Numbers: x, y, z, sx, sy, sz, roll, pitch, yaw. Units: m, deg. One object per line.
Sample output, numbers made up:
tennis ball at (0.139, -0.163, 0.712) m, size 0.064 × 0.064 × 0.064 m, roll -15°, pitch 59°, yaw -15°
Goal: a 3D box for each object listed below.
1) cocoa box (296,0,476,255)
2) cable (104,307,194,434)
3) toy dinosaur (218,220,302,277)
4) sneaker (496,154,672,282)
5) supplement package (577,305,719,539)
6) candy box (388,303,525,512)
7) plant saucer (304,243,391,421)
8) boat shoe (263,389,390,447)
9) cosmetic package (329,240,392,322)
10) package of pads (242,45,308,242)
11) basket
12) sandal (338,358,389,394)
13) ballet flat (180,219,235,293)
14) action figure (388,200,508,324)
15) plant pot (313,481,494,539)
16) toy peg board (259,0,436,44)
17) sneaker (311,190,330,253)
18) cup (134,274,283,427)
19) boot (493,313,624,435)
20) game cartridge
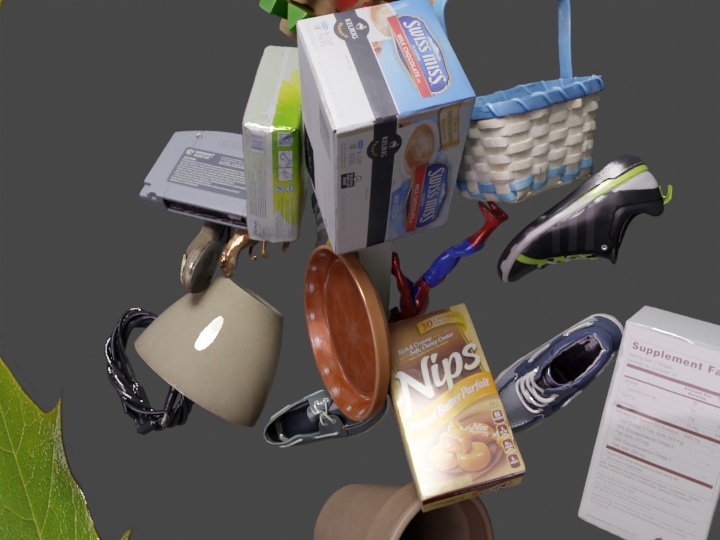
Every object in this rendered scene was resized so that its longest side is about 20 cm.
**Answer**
cocoa box at (0.018, -0.133, 0.685) m, size 0.128 × 0.201 × 0.136 m, roll -14°, pitch 62°, yaw -10°
cable at (-0.338, 0.156, 1.126) m, size 0.161 × 0.050 × 0.205 m, roll -19°, pitch 84°, yaw 32°
toy dinosaur at (-0.134, -0.083, 0.961) m, size 0.060 × 0.105 × 0.204 m, roll -39°, pitch 31°, yaw 57°
sneaker at (0.232, -0.034, 0.739) m, size 0.199 × 0.071 × 0.084 m, roll -42°, pitch 75°, yaw 28°
supplement package at (0.301, 0.153, 0.685) m, size 0.115 × 0.116 × 0.205 m, roll 17°, pitch 103°, yaw 29°
candy box at (0.093, 0.147, 0.781) m, size 0.113 × 0.056 × 0.203 m, roll -14°, pitch 59°, yaw -3°
plant saucer at (-0.014, 0.070, 0.813) m, size 0.200 × 0.032 × 0.205 m, roll -139°, pitch 43°, yaw -55°
boat shoe at (-0.048, 0.197, 0.940) m, size 0.197 × 0.061 × 0.074 m, roll -22°, pitch 83°, yaw 32°
cosmetic package at (0.000, 0.000, 0.850) m, size 0.083 × 0.050 × 0.204 m, roll -136°, pitch 42°, yaw -54°
package of pads at (-0.094, -0.149, 0.829) m, size 0.066 × 0.202 × 0.157 m, roll 4°, pitch 130°, yaw 0°
basket at (0.152, -0.178, 0.709) m, size 0.138 × 0.173 × 0.205 m, roll 21°, pitch 122°, yaw 56°
sandal at (0.056, 0.133, 0.867) m, size 0.198 × 0.075 × 0.049 m, roll 28°, pitch 92°, yaw 27°
ballet flat at (-0.210, -0.035, 0.950) m, size 0.045 × 0.201 × 0.069 m, roll 13°, pitch 122°, yaw -1°
action figure at (0.076, -0.017, 0.843) m, size 0.099 × 0.065 × 0.201 m, roll 43°, pitch 114°, yaw 14°
plant pot at (0.037, 0.336, 0.846) m, size 0.173 × 0.197 × 0.206 m, roll 4°, pitch 97°, yaw 50°
toy peg board at (-0.012, -0.344, 0.849) m, size 0.199 × 0.097 × 0.201 m, roll 40°, pitch 114°, yaw 22°
sneaker at (-0.030, -0.061, 0.912) m, size 0.081 × 0.073 × 0.204 m, roll 34°, pitch 110°, yaw 42°
cup at (-0.184, 0.094, 0.959) m, size 0.199 × 0.200 × 0.145 m, roll 34°, pitch 87°, yaw 25°
boot at (0.195, 0.121, 0.764) m, size 0.073 × 0.090 × 0.200 m, roll 50°, pitch 117°, yaw 17°
game cartridge at (-0.183, -0.126, 0.952) m, size 0.196 × 0.135 × 0.042 m, roll 14°, pitch 143°, yaw 14°
